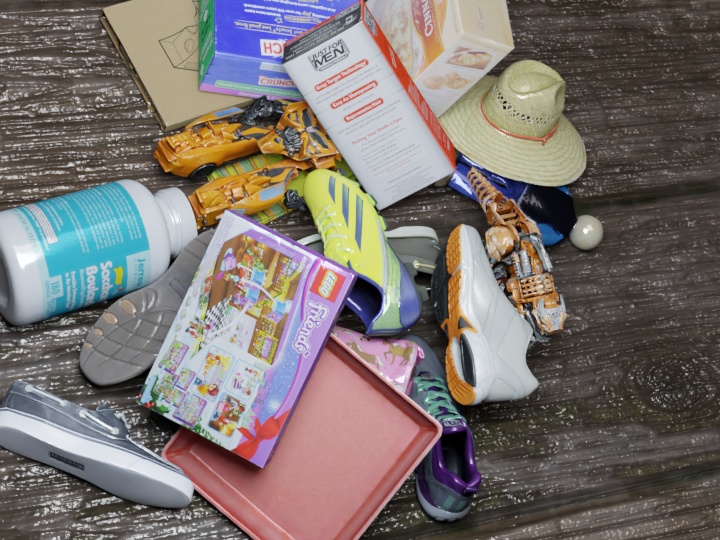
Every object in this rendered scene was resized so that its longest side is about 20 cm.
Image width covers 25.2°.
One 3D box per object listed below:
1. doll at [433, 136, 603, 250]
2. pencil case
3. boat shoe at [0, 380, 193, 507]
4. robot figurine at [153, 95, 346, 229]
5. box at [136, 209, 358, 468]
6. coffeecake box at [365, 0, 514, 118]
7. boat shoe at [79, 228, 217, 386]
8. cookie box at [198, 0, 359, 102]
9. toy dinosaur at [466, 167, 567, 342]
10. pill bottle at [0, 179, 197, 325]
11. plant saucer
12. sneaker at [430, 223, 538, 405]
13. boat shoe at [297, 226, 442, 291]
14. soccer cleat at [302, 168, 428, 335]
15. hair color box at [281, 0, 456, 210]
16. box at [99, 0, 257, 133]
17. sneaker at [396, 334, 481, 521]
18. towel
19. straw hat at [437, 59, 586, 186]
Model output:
[{"bbox_3d":[0.186,-0.084,1.809,0.199,0.049,0.137,28,49,-3],"label":"doll"},{"bbox_3d":[-0.040,0.087,1.590,0.198,0.083,0.087,16,99,2],"label":"pencil case"},{"bbox_3d":[-0.243,0.159,1.504,0.198,0.072,0.068,20,58,0],"label":"boat shoe"},{"bbox_3d":[-0.107,-0.118,1.696,0.199,0.058,0.146,-21,70,-29],"label":"robot figurine"},{"bbox_3d":[-0.105,0.063,1.497,0.136,0.039,0.201,27,95,6],"label":"box"},{"bbox_3d":[0.073,-0.260,1.772,0.073,0.200,0.155,11,57,-31],"label":"coffeecake box"},{"bbox_3d":[-0.184,0.045,1.568,0.199,0.072,0.076,-38,72,-2],"label":"boat shoe"},{"bbox_3d":[-0.091,-0.288,1.780,0.169,0.075,0.202,7,59,-16],"label":"cookie box"},{"bbox_3d":[0.163,-0.015,1.708,0.101,0.136,0.202,8,59,-15],"label":"toy dinosaur"},{"bbox_3d":[-0.262,-0.024,1.572,0.199,0.111,0.111,-18,69,-27],"label":"pill bottle"},{"bbox_3d":[-0.055,0.162,1.532,0.199,0.037,0.201,39,97,4],"label":"plant saucer"},{"bbox_3d":[0.130,0.048,1.645,0.091,0.076,0.202,6,61,-22],"label":"sneaker"},{"bbox_3d":[0.001,-0.002,1.680,0.200,0.072,0.061,-7,59,-28],"label":"boat shoe"},{"bbox_3d":[-0.011,-0.021,1.596,0.083,0.065,0.201,-19,62,-31],"label":"soccer cleat"},{"bbox_3d":[0.011,-0.173,1.699,0.201,0.101,0.061,56,18,-28],"label":"hair color box"},{"bbox_3d":[-0.168,-0.249,1.789,0.199,0.021,0.164,-22,71,-28],"label":"box"},{"bbox_3d":[0.083,0.145,1.617,0.074,0.088,0.202,-6,64,-23],"label":"sneaker"},{"bbox_3d":[-0.069,-0.115,1.752,0.199,0.018,0.086,-28,75,-31],"label":"towel"},{"bbox_3d":[0.186,-0.189,1.816,0.199,0.085,0.202,16,40,-14],"label":"straw hat"}]
